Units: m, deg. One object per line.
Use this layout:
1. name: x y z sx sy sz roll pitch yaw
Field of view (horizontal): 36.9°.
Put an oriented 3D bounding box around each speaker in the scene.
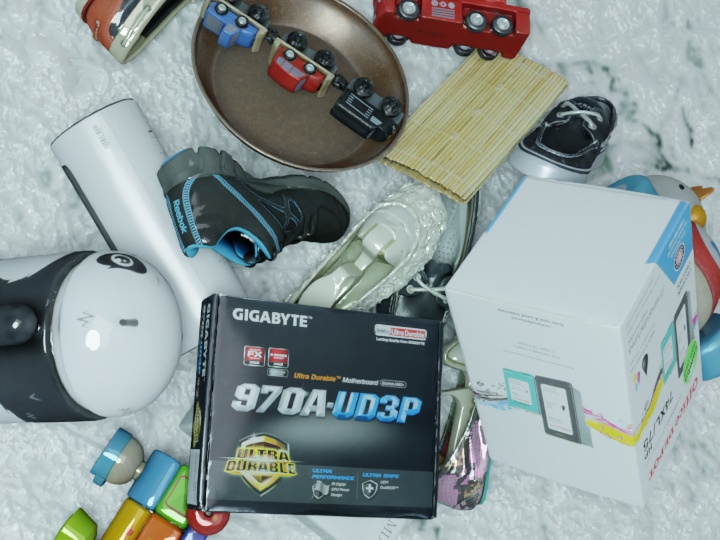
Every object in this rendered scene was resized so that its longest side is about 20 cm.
1. speaker: -0.166 -0.033 0.878 0.081 0.081 0.202 -32 95 -20

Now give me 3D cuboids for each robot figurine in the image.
1. robot figurine: -0.228 0.048 0.798 0.151 0.197 0.126 -63 141 -52

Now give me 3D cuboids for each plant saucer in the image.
1. plant saucer: -0.054 -0.162 0.934 0.198 0.037 0.203 11 58 -18

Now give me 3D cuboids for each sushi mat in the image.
1. sushi mat: 0.105 -0.139 0.978 0.095 0.012 0.200 29 54 18

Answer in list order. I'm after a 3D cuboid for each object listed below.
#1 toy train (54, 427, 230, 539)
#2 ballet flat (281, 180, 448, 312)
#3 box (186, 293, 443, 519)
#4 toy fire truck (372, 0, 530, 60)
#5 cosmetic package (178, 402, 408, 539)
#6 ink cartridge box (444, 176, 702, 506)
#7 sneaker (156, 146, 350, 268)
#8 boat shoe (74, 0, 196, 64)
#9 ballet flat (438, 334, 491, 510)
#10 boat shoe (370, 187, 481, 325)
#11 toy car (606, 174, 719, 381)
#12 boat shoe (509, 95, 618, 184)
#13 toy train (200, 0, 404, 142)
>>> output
1. toy train: -0.192 0.232 0.838 0.115 0.085 0.201 32 73 -2
2. ballet flat: 0.000 0.000 0.913 0.072 0.072 0.200 45 87 -8
3. box: -0.032 0.110 0.844 0.197 0.046 0.162 8 78 -23
4. toy fire truck: 0.110 -0.274 1.020 0.197 0.049 0.143 7 68 -10
5. cosmetic package: -0.043 0.149 0.903 0.199 0.074 0.102 38 73 -10
6. ink cartridge box: 0.179 0.056 0.871 0.147 0.144 0.202 -51 138 -34
7. sneaker: -0.082 -0.037 0.881 0.199 0.073 0.083 9 61 -48
8. boat shoe: -0.147 -0.254 0.918 0.199 0.071 0.063 -40 81 -14
9. ballet flat: 0.095 0.109 0.962 0.070 0.069 0.203 16 82 -13
10. boat shoe: 0.060 -0.005 0.965 0.075 0.060 0.203 13 78 -17
11. toy car: 0.277 -0.030 0.999 0.200 0.176 0.185 -47 109 -31
12. boat shoe: 0.191 -0.122 0.966 0.071 0.199 0.069 28 115 18
13. toy train: -0.054 -0.170 0.899 0.199 0.034 0.046 34 65 -4
